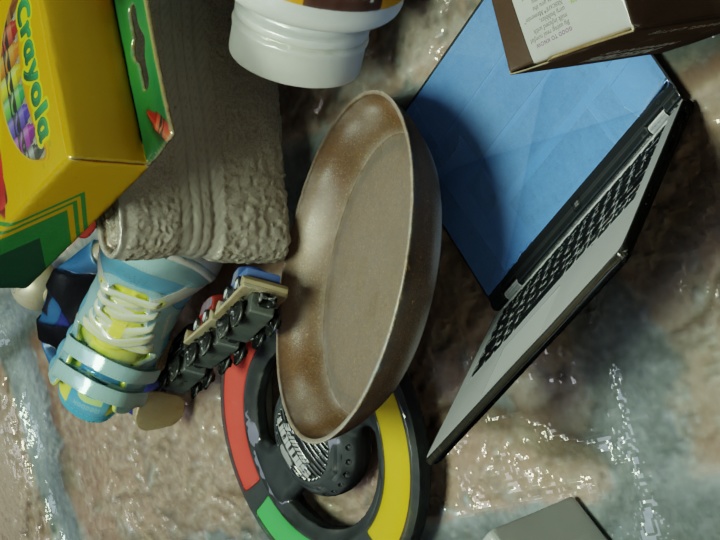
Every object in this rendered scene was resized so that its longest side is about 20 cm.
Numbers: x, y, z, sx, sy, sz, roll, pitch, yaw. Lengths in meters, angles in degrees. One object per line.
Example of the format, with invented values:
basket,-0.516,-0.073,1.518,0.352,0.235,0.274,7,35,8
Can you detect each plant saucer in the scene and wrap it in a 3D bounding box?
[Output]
plant saucer,0.000,0.000,0.921,0.200,0.032,0.201,-168,90,-70

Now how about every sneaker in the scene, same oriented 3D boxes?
sneaker,-0.151,0.035,1.054,0.079,0.131,0.200,26,169,0

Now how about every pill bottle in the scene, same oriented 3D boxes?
pill bottle,-0.018,-0.205,0.888,0.109,0.109,0.200,39,128,37

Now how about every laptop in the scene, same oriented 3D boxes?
laptop,0.067,-0.042,0.835,0.116,0.200,0.187,34,134,-2

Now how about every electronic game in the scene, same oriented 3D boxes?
electronic game,-0.026,0.105,1.043,0.200,0.042,0.201,19,115,46

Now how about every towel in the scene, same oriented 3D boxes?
towel,-0.102,-0.103,0.976,0.034,0.132,0.201,-17,76,47

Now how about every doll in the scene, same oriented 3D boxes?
doll,-0.198,0.039,1.225,0.200,0.048,0.137,30,112,43

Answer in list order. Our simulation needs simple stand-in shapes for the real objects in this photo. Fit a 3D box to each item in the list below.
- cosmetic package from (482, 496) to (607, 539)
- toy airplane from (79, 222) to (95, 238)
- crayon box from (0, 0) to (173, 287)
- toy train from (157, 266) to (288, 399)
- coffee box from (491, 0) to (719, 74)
cosmetic package,0.084,0.233,0.925,0.101,0.071,0.200,51,135,27
toy airplane,-0.180,-0.131,1.071,0.200,0.141,0.200,-17,80,59
crayon box,-0.179,-0.087,0.914,0.200,0.051,0.127,-37,60,47
toy train,-0.090,0.039,1.054,0.200,0.034,0.046,142,141,-61
coffee box,0.105,-0.199,0.739,0.080,0.114,0.201,-15,89,51
